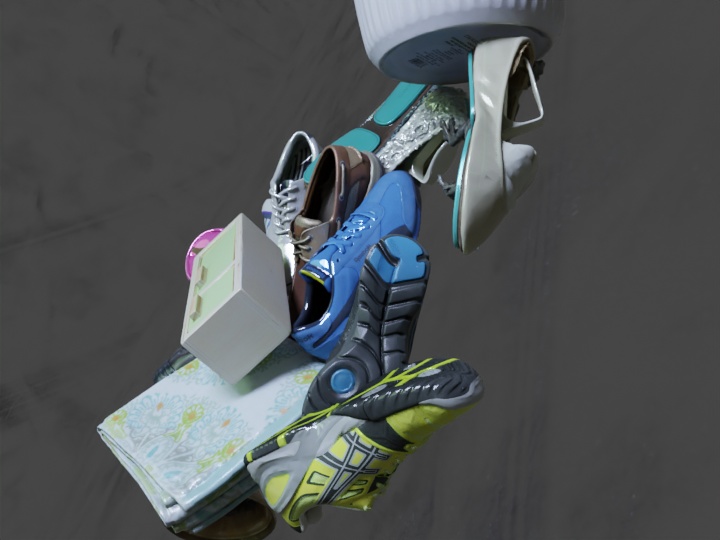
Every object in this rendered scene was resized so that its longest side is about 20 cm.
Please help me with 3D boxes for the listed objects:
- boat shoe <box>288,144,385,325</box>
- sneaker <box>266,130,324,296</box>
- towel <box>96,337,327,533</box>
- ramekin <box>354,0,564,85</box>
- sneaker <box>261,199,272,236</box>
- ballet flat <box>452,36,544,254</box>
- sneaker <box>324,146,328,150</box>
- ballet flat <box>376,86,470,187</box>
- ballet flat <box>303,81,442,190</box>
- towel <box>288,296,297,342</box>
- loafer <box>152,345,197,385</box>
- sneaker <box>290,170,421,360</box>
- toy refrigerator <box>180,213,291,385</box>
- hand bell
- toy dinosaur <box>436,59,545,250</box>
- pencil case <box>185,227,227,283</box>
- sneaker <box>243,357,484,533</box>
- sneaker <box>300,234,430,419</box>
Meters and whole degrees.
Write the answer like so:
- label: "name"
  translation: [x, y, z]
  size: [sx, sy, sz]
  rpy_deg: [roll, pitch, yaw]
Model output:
- label: "boat shoe"
  translation: [-0.042, -0.033, 0.791]
  size: [0.076, 0.072, 0.200]
  rpy_deg: [12, 85, 47]
- label: "sneaker"
  translation: [-0.081, -0.069, 0.903]
  size: [0.073, 0.071, 0.200]
  rpy_deg: [-6, 60, 21]
- label: "towel"
  translation: [-0.122, 0.130, 0.713]
  size: [0.200, 0.048, 0.171]
  rpy_deg: [-33, 36, -26]
- label: "ramekin"
  translation: [0.090, -0.243, 0.712]
  size: [0.200, 0.200, 0.105]
  rpy_deg: [166, 99, -67]
- label: "sneaker"
  translation: [-0.100, -0.015, 1.040]
  size: [0.200, 0.080, 0.147]
  rpy_deg: [-174, 96, -75]
- label: "ballet flat"
  translation: [0.112, -0.105, 0.623]
  size: [0.069, 0.069, 0.200]
  rpy_deg: [-33, 44, 56]
- label: "sneaker"
  translation: [-0.008, -0.104, 1.004]
  size: [0.200, 0.078, 0.090]
  rpy_deg: [-132, 54, -76]
- label: "ballet flat"
  translation: [0.049, -0.104, 0.824]
  size: [0.200, 0.072, 0.072]
  rpy_deg: [-50, 19, 35]
- label: "ballet flat"
  translation: [0.025, -0.141, 0.887]
  size: [0.200, 0.074, 0.074]
  rpy_deg: [-42, 16, -6]
- label: "towel"
  translation: [-0.112, 0.108, 0.898]
  size: [0.200, 0.022, 0.145]
  rpy_deg: [-50, 18, 27]
- label: "loafer"
  translation: [-0.164, 0.099, 0.883]
  size: [0.072, 0.073, 0.200]
  rpy_deg: [-48, 4, 4]
- label: "sneaker"
  translation: [-0.005, -0.014, 0.731]
  size: [0.066, 0.078, 0.200]
  rpy_deg: [4, 67, 52]
- label: "toy refrigerator"
  translation: [-0.122, 0.018, 0.766]
  size: [0.076, 0.070, 0.200]
  rpy_deg: [-42, 23, 10]
- label: "hand bell"
  translation: [-0.129, 0.155, 0.779]
  size: [0.104, 0.104, 0.200]
  rpy_deg: [-47, 30, 36]
- label: "toy dinosaur"
  translation: [0.103, -0.107, 0.702]
  size: [0.088, 0.047, 0.200]
  rpy_deg: [-9, 56, 60]
- label: "pencil case"
  translation: [-0.163, 0.037, 0.985]
  size: [0.094, 0.091, 0.200]
  rpy_deg: [-59, -21, -28]
- label: "sneaker"
  translation: [0.009, 0.124, 0.564]
  size: [0.200, 0.076, 0.075]
  rpy_deg: [-30, -3, 30]
- label: "sneaker"
  translation: [0.012, 0.073, 0.657]
  size: [0.082, 0.073, 0.200]
  rpy_deg: [73, -140, -75]
